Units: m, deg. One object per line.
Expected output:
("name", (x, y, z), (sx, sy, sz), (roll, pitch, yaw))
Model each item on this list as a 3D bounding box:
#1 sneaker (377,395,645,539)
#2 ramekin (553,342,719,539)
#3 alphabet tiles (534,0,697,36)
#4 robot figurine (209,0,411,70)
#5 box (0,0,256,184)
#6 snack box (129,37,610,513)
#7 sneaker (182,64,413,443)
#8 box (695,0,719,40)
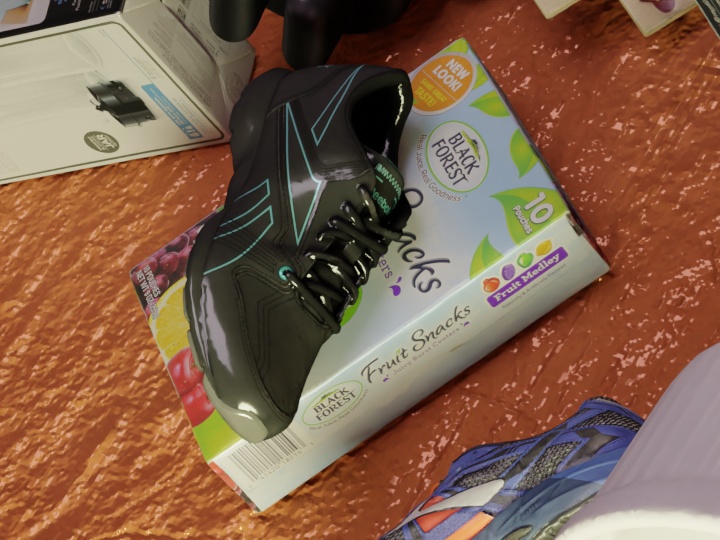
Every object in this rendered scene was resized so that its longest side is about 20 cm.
("sneaker", (0.046, 0.119, 1.151), (0.199, 0.075, 0.079), (-25, 36, 5))
("ramekin", (0.173, 0.111, 0.970), (0.200, 0.201, 0.098), (6, 53, 38))
("alphabet tiles", (0.125, -0.215, 1.325), (0.167, 0.008, 0.200), (-31, 71, -3))
("robot figurine", (-0.009, -0.203, 1.399), (0.125, 0.150, 0.200), (-6, 52, 52))
("box", (-0.170, -0.107, 1.446), (0.199, 0.117, 0.060), (-8, 55, 29))
("snack box", (0.000, 0.000, 1.282), (0.200, 0.053, 0.142), (-34, 44, 7))
("sneaker", (-0.025, -0.017, 1.220), (0.079, 0.075, 0.201), (-11, 51, 26))
("box", (0.252, -0.153, 1.188), (0.200, 0.107, 0.149), (25, 73, 44))
